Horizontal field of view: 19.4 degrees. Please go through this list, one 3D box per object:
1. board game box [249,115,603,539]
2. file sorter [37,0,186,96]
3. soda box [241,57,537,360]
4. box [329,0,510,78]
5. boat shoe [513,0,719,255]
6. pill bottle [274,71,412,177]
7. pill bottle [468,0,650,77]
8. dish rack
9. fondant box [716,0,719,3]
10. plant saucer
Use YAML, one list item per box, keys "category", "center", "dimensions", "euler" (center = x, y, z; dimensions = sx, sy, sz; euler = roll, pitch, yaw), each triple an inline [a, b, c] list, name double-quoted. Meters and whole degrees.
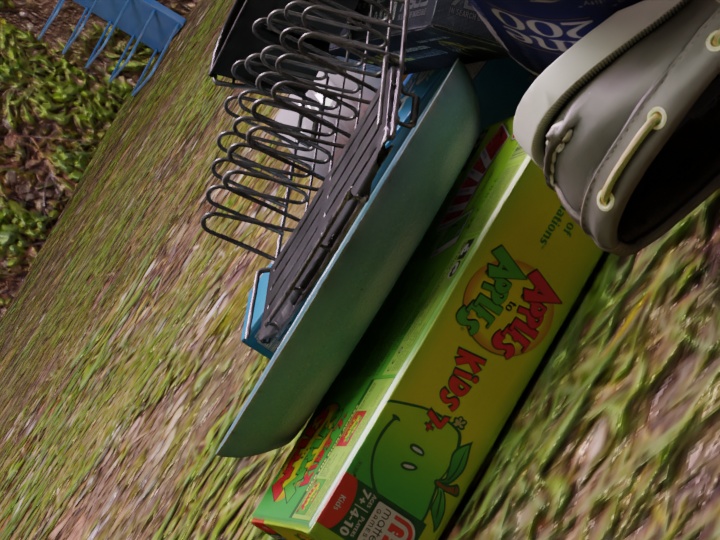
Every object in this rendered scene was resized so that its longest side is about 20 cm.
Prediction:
- category: "board game box"
  center: [0.036, 0.030, 0.856]
  dimensions: [0.200, 0.048, 0.102]
  euler: [-59, 11, -12]
- category: "file sorter"
  center: [-0.421, -0.402, 3.534]
  dimensions: [0.123, 0.200, 0.139]
  euler: [-65, 14, -23]
- category: "soda box"
  center: [0.022, -0.035, 1.048]
  dimensions: [0.200, 0.064, 0.068]
  euler: [-52, 12, 17]
- category: "box"
  center: [0.036, -0.173, 0.956]
  dimensions: [0.200, 0.051, 0.158]
  euler: [-176, 98, -71]
- category: "boat shoe"
  center: [0.143, -0.084, 0.693]
  dimensions: [0.202, 0.072, 0.060]
  euler: [-40, 58, 17]
- category: "pill bottle"
  center: [0.043, -0.133, 1.106]
  dimensions: [0.200, 0.112, 0.112]
  euler: [-53, 12, 16]
- category: "pill bottle"
  center: [0.084, -0.129, 0.763]
  dimensions: [0.111, 0.111, 0.200]
  euler: [-57, -22, -2]
- category: "dish rack"
  center: [-0.022, -0.076, 0.874]
  dimensions: [0.154, 0.054, 0.201]
  euler: [121, 161, -44]
- category: "fondant box"
  center: [0.147, -0.099, 0.504]
  dimensions: [0.058, 0.144, 0.200]
  euler: [-58, 11, -12]
- category: "plant saucer"
  center: [0.000, 0.000, 0.913]
  dimensions: [0.201, 0.027, 0.200]
  euler: [-59, 2, 3]
